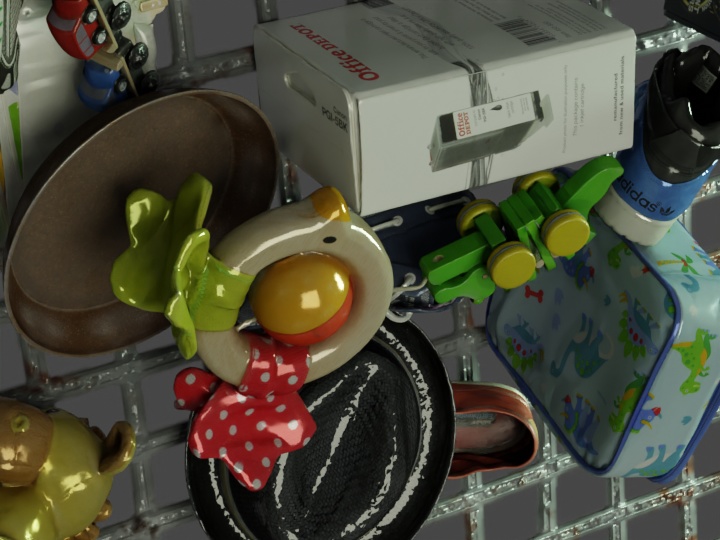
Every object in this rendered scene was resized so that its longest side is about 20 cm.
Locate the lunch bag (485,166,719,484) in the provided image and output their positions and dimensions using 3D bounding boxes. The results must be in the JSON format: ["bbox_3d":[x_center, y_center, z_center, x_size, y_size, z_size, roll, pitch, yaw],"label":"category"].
[{"bbox_3d":[0.168,0.037,1.555,0.082,0.200,0.161,6,119,-31],"label":"lunch bag"}]

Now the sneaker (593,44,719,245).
[{"bbox_3d":[0.216,-0.104,1.528,0.077,0.200,0.111,35,120,0],"label":"sneaker"}]

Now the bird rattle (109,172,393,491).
[{"bbox_3d":[-0.054,0.032,1.386,0.163,0.113,0.200,-28,125,1],"label":"bird rattle"}]

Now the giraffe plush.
[{"bbox_3d":[-0.212,0.149,1.407,0.162,0.172,0.200,-61,146,-18],"label":"giraffe plush"}]

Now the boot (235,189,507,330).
[{"bbox_3d":[0.000,0.000,1.497,0.200,0.090,0.073,-31,148,-19],"label":"boot"}]

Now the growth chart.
[{"bbox_3d":[-0.182,-0.095,1.411,0.144,0.018,0.201,-7,114,-27],"label":"growth chart"}]

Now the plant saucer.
[{"bbox_3d":[-0.139,-0.035,1.416,0.200,0.034,0.201,-29,144,-23],"label":"plant saucer"}]

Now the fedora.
[{"bbox_3d":[-0.019,0.115,1.513,0.200,0.092,0.201,-1,93,-11],"label":"fedora"}]

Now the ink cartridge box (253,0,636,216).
[{"bbox_3d":[0.051,-0.116,1.457,0.200,0.147,0.083,-15,119,-23],"label":"ink cartridge box"}]

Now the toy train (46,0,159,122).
[{"bbox_3d":[-0.157,-0.146,1.329,0.046,0.034,0.200,-53,152,-21],"label":"toy train"}]

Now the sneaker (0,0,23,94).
[{"bbox_3d":[-0.193,-0.197,1.318,0.085,0.078,0.201,2,106,-33],"label":"sneaker"}]

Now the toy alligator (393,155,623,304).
[{"bbox_3d":[0.082,-0.006,1.464,0.200,0.059,0.054,-31,133,-1],"label":"toy alligator"}]

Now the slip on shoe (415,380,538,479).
[{"bbox_3d":[0.034,0.111,1.598,0.199,0.061,0.074,1,113,-23],"label":"slip on shoe"}]

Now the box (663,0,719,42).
[{"bbox_3d":[0.279,-0.241,1.523,0.049,0.161,0.201,1,112,-30],"label":"box"}]
